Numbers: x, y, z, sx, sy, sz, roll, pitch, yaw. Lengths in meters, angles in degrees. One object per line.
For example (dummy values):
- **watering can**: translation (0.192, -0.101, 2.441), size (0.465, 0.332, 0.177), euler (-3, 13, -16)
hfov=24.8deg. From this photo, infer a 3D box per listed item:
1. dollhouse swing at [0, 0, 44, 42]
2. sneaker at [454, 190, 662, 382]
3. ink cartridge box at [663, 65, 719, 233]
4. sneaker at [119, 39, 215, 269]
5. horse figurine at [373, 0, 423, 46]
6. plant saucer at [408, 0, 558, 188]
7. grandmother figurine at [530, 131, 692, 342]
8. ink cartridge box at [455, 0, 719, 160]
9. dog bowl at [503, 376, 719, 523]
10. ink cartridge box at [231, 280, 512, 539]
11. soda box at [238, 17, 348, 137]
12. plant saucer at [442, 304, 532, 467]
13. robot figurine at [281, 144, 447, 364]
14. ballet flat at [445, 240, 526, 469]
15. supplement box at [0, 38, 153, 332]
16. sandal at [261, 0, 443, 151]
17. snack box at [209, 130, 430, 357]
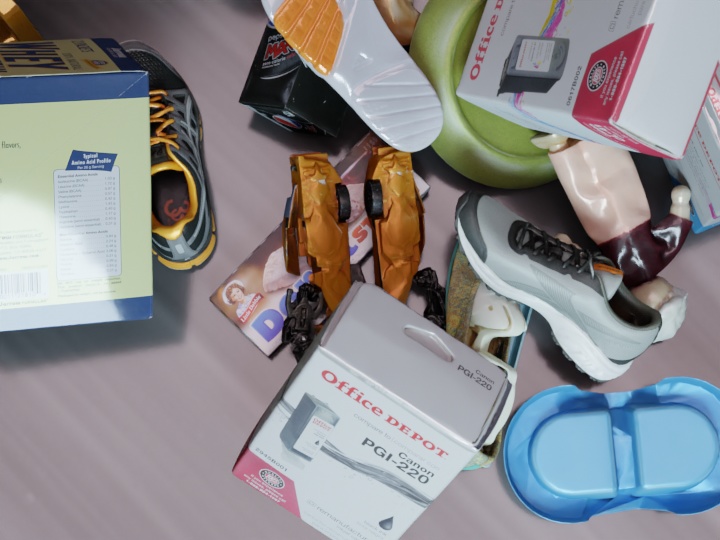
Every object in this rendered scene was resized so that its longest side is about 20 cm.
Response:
- **dollhouse swing**: translation (-0.325, -0.111, 1.342), size (0.200, 0.182, 0.176), euler (-38, 68, -5)
- **sneaker**: translation (0.159, 0.000, 1.314), size (0.200, 0.079, 0.074), euler (39, 40, -10)
- **ink cartridge box**: translation (0.294, -0.108, 1.309), size (0.068, 0.200, 0.116), euler (-21, 83, -2)
- **sneaker**: translation (-0.168, -0.103, 1.377), size (0.078, 0.077, 0.201), euler (-19, 81, 0)
- **horse figurine**: translation (0.037, -0.244, 1.363), size (0.132, 0.050, 0.201), euler (-8, 104, -43)
- **plant saucer**: translation (0.137, -0.167, 1.364), size (0.199, 0.031, 0.201), euler (-3, 98, -19)
- **grandmother figurine**: translation (0.219, -0.034, 1.355), size (0.121, 0.061, 0.201), euler (-22, 100, 11)
- **ink cartridge box**: translation (0.179, -0.176, 1.247), size (0.085, 0.200, 0.148), euler (19, 90, -35)
- **dog bowl**: translation (0.215, 0.148, 1.352), size (0.199, 0.050, 0.112), euler (-5, 82, -1)
- **ink cartridge box**: translation (0.006, 0.122, 1.272), size (0.145, 0.200, 0.085), euler (33, 45, -1)
- **soda box**: translation (-0.029, -0.218, 1.384), size (0.063, 0.071, 0.201), euler (12, 79, 45)
- **plant saucer**: translation (0.101, 0.061, 1.381), size (0.070, 0.019, 0.201), euler (15, 84, 3)
- **robot figurine**: translation (0.000, 0.000, 1.348), size (0.144, 0.058, 0.201), euler (-6, 98, -14)
- **ballet flat**: translation (0.102, 0.064, 1.335), size (0.070, 0.071, 0.201), euler (10, 85, 2)
- **supplement box**: translation (-0.272, -0.069, 1.282), size (0.199, 0.134, 0.201), euler (-5, 109, -19)
- **sandal**: translation (-0.014, -0.181, 1.318), size (0.079, 0.059, 0.207), euler (-38, 104, -5)
- **snack box**: translation (-0.034, -0.023, 1.389), size (0.072, 0.024, 0.200), euler (43, 85, 2)
